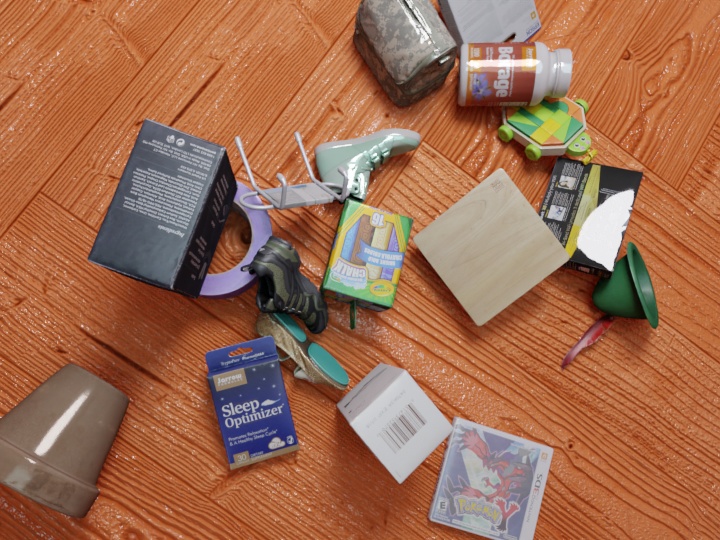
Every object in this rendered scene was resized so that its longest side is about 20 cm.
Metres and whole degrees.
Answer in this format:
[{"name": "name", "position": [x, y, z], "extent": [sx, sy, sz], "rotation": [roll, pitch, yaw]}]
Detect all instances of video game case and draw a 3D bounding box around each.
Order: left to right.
[{"name": "video game case", "position": [0.238, 0.384, 0.958], "extent": [0.198, 0.023, 0.185], "rotation": [19, 80, -6]}]

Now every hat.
[{"name": "hat", "position": [0.463, 0.055, 1.031], "extent": [0.200, 0.175, 0.167], "rotation": [-40, 106, -54]}]

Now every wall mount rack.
[{"name": "wall mount rack", "position": [-0.116, -0.162, 0.868], "extent": [0.198, 0.173, 0.075], "rotation": [-14, 127, -34]}]

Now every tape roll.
[{"name": "tape roll", "position": [-0.249, -0.054, 0.907], "extent": [0.197, 0.085, 0.203], "rotation": [1, 83, -9]}]

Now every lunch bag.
[{"name": "lunch bag", "position": [0.083, -0.430, 0.962], "extent": [0.138, 0.168, 0.201], "rotation": [-32, 88, -11]}]

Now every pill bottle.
[{"name": "pill bottle", "position": [0.284, -0.367, 0.990], "extent": [0.197, 0.112, 0.114], "rotation": [2, 82, 8]}]

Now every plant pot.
[{"name": "plant pot", "position": [-0.450, 0.243, 0.799], "extent": [0.199, 0.200, 0.176], "rotation": [31, 63, -4]}]

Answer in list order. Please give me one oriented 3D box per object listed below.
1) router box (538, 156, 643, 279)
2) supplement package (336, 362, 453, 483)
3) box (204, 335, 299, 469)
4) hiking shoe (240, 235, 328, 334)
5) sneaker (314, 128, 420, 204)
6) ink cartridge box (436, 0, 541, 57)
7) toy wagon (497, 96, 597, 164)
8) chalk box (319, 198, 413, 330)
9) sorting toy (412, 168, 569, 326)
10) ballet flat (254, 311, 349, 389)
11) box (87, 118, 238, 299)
[{"name": "router box", "position": [0.420, -0.102, 0.997], "extent": [0.156, 0.052, 0.202], "rotation": [18, 80, 25]}, {"name": "supplement package", "position": [0.046, 0.235, 0.856], "extent": [0.117, 0.200, 0.118], "rotation": [-42, 90, -11]}, {"name": "box", "position": [-0.181, 0.221, 0.884], "extent": [0.120, 0.032, 0.203], "rotation": [-13, 100, -10]}, {"name": "hiking shoe", "position": [-0.128, 0.044, 0.885], "extent": [0.101, 0.075, 0.201], "rotation": [-43, 124, -24]}, {"name": "sneaker", "position": [0.022, -0.184, 0.968], "extent": [0.198, 0.074, 0.120], "rotation": [-12, 78, 0]}, {"name": "ink cartridge box", "position": [0.253, -0.519, 1.042], "extent": [0.196, 0.043, 0.201], "rotation": [-41, 124, -12]}, {"name": "toy wagon", "position": [0.371, -0.280, 1.022], "extent": [0.155, 0.040, 0.200], "rotation": [-42, 66, -10]}, {"name": "chalk box", "position": [0.000, 0.000, 0.918], "extent": [0.122, 0.125, 0.203], "rotation": [17, 80, -6]}, {"name": "sorting toy", "position": [0.232, -0.041, 0.962], "extent": [0.199, 0.070, 0.200], "rotation": [-38, 88, 9]}, {"name": "ballet flat", "position": [-0.107, 0.145, 0.923], "extent": [0.200, 0.070, 0.065], "rotation": [46, 106, 2]}, {"name": "box", "position": [-0.270, -0.075, 0.764], "extent": [0.116, 0.197, 0.202], "rotation": [18, 81, -5]}]
